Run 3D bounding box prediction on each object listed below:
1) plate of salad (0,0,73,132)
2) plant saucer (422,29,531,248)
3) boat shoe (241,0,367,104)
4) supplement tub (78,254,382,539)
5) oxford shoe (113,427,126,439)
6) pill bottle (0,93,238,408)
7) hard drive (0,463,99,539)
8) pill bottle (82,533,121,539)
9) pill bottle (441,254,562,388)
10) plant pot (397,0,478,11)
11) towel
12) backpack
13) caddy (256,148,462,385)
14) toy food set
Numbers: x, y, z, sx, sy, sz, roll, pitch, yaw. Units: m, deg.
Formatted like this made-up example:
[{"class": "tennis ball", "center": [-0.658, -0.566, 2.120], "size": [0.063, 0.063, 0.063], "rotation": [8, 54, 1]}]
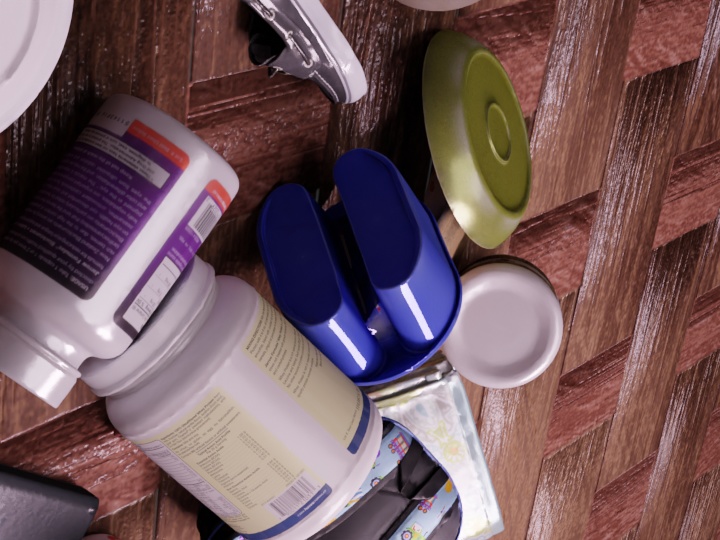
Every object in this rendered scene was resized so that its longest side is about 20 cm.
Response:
[{"class": "plate of salad", "center": [-0.259, -0.159, 0.835], "size": [0.200, 0.048, 0.200], "rotation": [-21, 123, -35]}, {"class": "plant saucer", "center": [0.111, -0.120, 1.284], "size": [0.200, 0.031, 0.200], "rotation": [33, 52, -55]}, {"class": "boat shoe", "center": [-0.058, -0.180, 1.081], "size": [0.066, 0.070, 0.200], "rotation": [-40, 147, -3]}, {"class": "supplement tub", "center": [-0.097, 0.096, 1.073], "size": [0.200, 0.145, 0.145], "rotation": [45, 72, -20]}, {"class": "oxford shoe", "center": [-0.123, 0.097, 1.195], "size": [0.200, 0.070, 0.075], "rotation": [-9, 89, -47]}, {"class": "pill bottle", "center": [-0.182, -0.011, 0.981], "size": [0.200, 0.111, 0.111], "rotation": [-55, 146, -12]}, {"class": "hard drive", "center": [-0.290, 0.207, 1.052], "size": [0.140, 0.033, 0.200], "rotation": [-62, 146, -3]}, {"class": "pill bottle", "center": [-0.163, 0.301, 1.136], "size": [0.112, 0.200, 0.112], "rotation": [-31, 135, -38]}, {"class": "pill bottle", "center": [0.135, 0.043, 1.390], "size": [0.200, 0.114, 0.115], "rotation": [-39, 151, -82]}, {"class": "plant pot", "center": [0.057, -0.292, 1.073], "size": [0.200, 0.200, 0.174], "rotation": [-52, 162, -17]}, {"class": "towel", "center": [0.034, 0.190, 1.358], "size": [0.171, 0.048, 0.200], "rotation": [-19, 108, -6]}, {"class": "backpack", "center": [-0.022, 0.216, 1.254], "size": [0.200, 0.135, 0.183], "rotation": [-43, 104, -4]}, {"class": "caddy", "center": [0.000, 0.000, 1.169], "size": [0.141, 0.200, 0.105], "rotation": [-27, 137, 8]}, {"class": "toy food set", "center": [0.053, 0.001, 1.311], "size": [0.198, 0.049, 0.200], "rotation": [-60, 171, -31]}]
